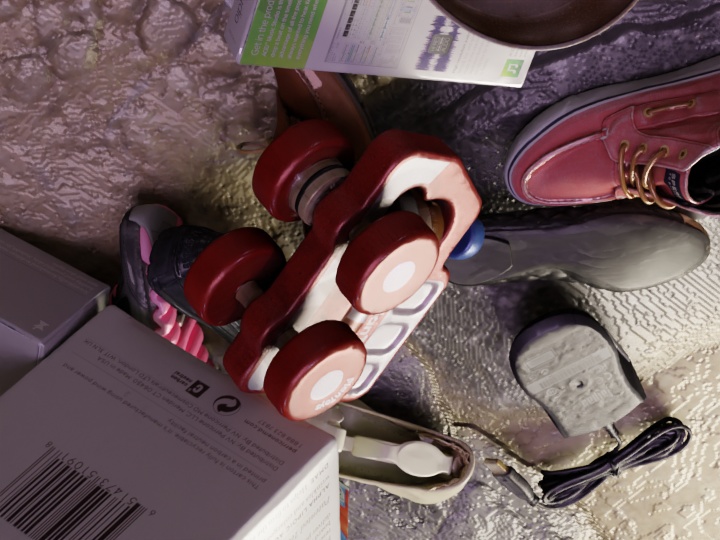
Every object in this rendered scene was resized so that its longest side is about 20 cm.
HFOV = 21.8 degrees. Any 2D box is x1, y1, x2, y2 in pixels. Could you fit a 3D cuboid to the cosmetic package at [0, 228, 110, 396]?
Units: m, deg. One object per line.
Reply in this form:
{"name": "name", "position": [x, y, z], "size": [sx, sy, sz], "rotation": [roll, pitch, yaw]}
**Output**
{"name": "cosmetic package", "position": [-0.244, 0.083, 1.296], "size": [0.106, 0.090, 0.201], "rotation": [28, 127, 17]}

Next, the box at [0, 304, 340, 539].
{"name": "box", "position": [-0.146, 0.161, 1.184], "size": [0.198, 0.200, 0.131], "rotation": [28, 141, 26]}

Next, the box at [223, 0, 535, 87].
{"name": "box", "position": [0.031, -0.183, 1.103], "size": [0.198, 0.036, 0.145], "rotation": [1, 129, -28]}

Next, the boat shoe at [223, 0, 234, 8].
{"name": "boat shoe", "position": [-0.059, -0.228, 1.089], "size": [0.071, 0.066, 0.201], "rotation": [6, 127, -4]}

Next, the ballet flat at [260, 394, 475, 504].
{"name": "ballet flat", "position": [-0.006, 0.122, 1.354], "size": [0.198, 0.070, 0.070], "rotation": [16, 126, -18]}

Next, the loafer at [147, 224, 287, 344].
{"name": "loafer", "position": [-0.057, 0.028, 1.257], "size": [0.070, 0.069, 0.200], "rotation": [-3, 154, 41]}

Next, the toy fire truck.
{"name": "toy fire truck", "position": [0.000, 0.000, 1.166], "size": [0.167, 0.112, 0.201], "rotation": [4, 126, -55]}

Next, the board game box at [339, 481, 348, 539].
{"name": "board game box", "position": [-0.079, 0.229, 1.354], "size": [0.105, 0.201, 0.103], "rotation": [-38, 119, 26]}

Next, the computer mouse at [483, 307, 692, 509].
{"name": "computer mouse", "position": [0.140, 0.096, 1.352], "size": [0.140, 0.046, 0.200], "rotation": [-30, 133, 16]}

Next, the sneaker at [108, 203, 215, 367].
{"name": "sneaker", "position": [-0.157, 0.041, 1.299], "size": [0.094, 0.079, 0.201], "rotation": [6, 126, 15]}

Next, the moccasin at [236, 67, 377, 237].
{"name": "moccasin", "position": [-0.031, -0.071, 1.203], "size": [0.077, 0.074, 0.202], "rotation": [-29, 136, -14]}

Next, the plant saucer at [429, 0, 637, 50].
{"name": "plant saucer", "position": [0.090, -0.225, 1.052], "size": [0.198, 0.032, 0.202], "rotation": [-2, 94, -27]}

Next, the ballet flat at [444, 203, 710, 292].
{"name": "ballet flat", "position": [0.140, -0.023, 1.265], "size": [0.198, 0.057, 0.067], "rotation": [0, 121, -8]}

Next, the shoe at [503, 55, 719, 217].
{"name": "shoe", "position": [0.186, -0.073, 1.190], "size": [0.198, 0.091, 0.072], "rotation": [-19, 125, 14]}
